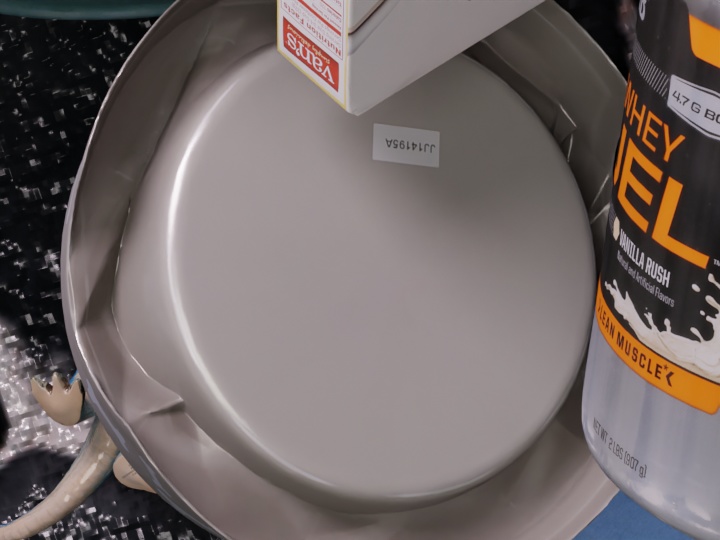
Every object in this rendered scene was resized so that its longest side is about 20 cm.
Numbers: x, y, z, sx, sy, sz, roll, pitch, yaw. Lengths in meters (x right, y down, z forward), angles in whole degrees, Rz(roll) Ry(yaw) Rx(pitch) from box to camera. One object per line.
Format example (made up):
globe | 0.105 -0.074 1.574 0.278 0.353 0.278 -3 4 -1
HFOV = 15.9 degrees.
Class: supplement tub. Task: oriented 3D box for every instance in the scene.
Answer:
supplement tub | 0.131 -0.031 0.701 0.122 0.123 0.201 9 116 7

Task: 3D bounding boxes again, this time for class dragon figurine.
dragon figurine | -0.061 0.019 0.862 0.059 0.099 0.200 34 123 0

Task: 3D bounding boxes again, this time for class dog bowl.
dog bowl | 0.000 0.000 0.782 0.199 0.059 0.201 4 79 -24

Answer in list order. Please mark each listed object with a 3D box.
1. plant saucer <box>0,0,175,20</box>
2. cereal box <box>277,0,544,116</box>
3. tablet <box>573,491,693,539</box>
plant saucer | -0.057 -0.111 0.766 0.199 0.200 0.028 -11 79 11
cereal box | 0.042 -0.150 0.682 0.040 0.144 0.200 41 150 30
tablet | 0.146 0.111 0.842 0.200 0.014 0.130 47 132 -1
